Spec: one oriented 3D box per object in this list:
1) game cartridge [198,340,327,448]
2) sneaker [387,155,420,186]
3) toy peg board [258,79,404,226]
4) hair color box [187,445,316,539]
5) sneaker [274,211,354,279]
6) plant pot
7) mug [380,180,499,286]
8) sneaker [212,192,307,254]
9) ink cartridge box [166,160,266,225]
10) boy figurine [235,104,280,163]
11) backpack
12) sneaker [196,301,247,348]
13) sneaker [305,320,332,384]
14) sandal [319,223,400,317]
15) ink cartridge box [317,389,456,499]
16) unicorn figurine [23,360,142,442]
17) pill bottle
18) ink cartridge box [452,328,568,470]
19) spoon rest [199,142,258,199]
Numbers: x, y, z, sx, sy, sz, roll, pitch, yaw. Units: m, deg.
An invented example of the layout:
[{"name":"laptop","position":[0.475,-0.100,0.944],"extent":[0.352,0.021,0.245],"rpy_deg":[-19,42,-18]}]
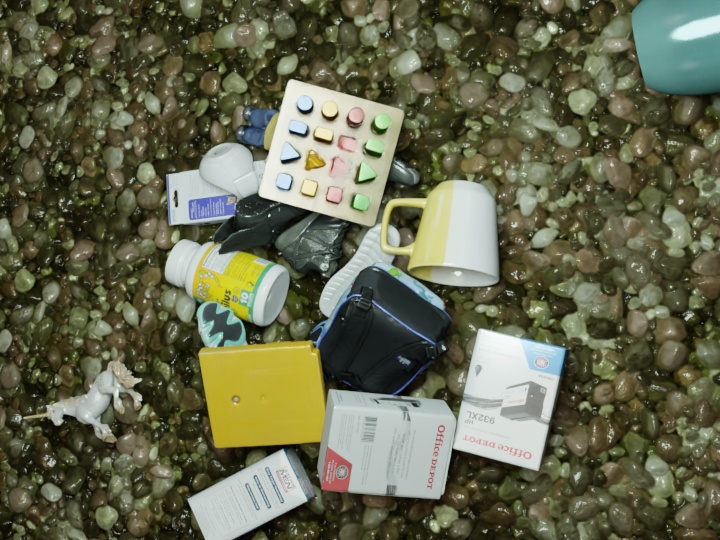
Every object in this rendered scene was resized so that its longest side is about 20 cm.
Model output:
[{"name":"game cartridge","position":[-0.157,0.206,1.527],"extent":[0.200,0.032,0.177],"rpy_deg":[-4,106,7]},{"name":"sneaker","position":[0.010,-0.178,1.598],"extent":[0.200,0.075,0.079],"rpy_deg":[25,95,24]},{"name":"toy peg board","position":[-0.046,-0.192,1.486],"extent":[0.199,0.098,0.200],"rpy_deg":[15,92,-4]},{"name":"hair color box","position":[-0.188,0.395,1.602],"extent":[0.200,0.061,0.100],"rpy_deg":[-29,79,11]},{"name":"sneaker","position":[-0.043,-0.059,1.597],"extent":[0.199,0.076,0.114],"rpy_deg":[-36,80,12]},{"name":"plant pot","position":[0.512,-0.363,1.424],"extent":[0.161,0.201,0.201],"rpy_deg":[-10,83,25]},{"name":"mug","position":[0.146,-0.067,1.506],"extent":[0.149,0.186,0.153],"rpy_deg":[-9,69,57]},{"name":"sneaker","position":[-0.154,-0.091,1.579],"extent":[0.200,0.104,0.060],"rpy_deg":[-18,60,-21]},{"name":"ink cartridge box","position":[-0.252,-0.138,1.674],"extent":[0.200,0.039,0.100],"rpy_deg":[-5,84,13]},{"name":"boy figurine","position":[-0.125,-0.241,1.605],"extent":[0.200,0.064,0.124],"rpy_deg":[17,89,34]},{"name":"backpack","position":[0.037,0.101,1.511],"extent":[0.183,0.147,0.200],"rpy_deg":[33,132,-2]},{"name":"sneaker","position":[-0.237,0.153,1.608],"extent":[0.078,0.140,0.200],"rpy_deg":[-33,93,-32]},{"name":"sneaker","position":[-0.090,0.178,1.586],"extent":[0.070,0.078,0.200],"rpy_deg":[23,92,15]},{"name":"sandal","position":[0.006,0.005,1.591],"extent":[0.082,0.050,0.203],"rpy_deg":[36,110,-5]},{"name":"ink cartridge box","position":[0.040,0.281,1.492],"extent":[0.200,0.083,0.147],"rpy_deg":[7,102,-10]},{"name":"unicorn figurine","position":[-0.490,0.250,1.693],"extent":[0.137,0.074,0.200],"rpy_deg":[40,81,23]},{"name":"pill bottle","position":[-0.236,0.015,1.619],"extent":[0.200,0.113,0.113],"rpy_deg":[20,91,14]},{"name":"ink cartridge box","position":[0.243,0.207,1.495],"extent":[0.145,0.084,0.200],"rpy_deg":[13,89,14]},{"name":"spoon rest","position":[-0.222,-0.170,1.605],"extent":[0.099,0.200,0.061],"rpy_deg":[-28,122,-10]}]
